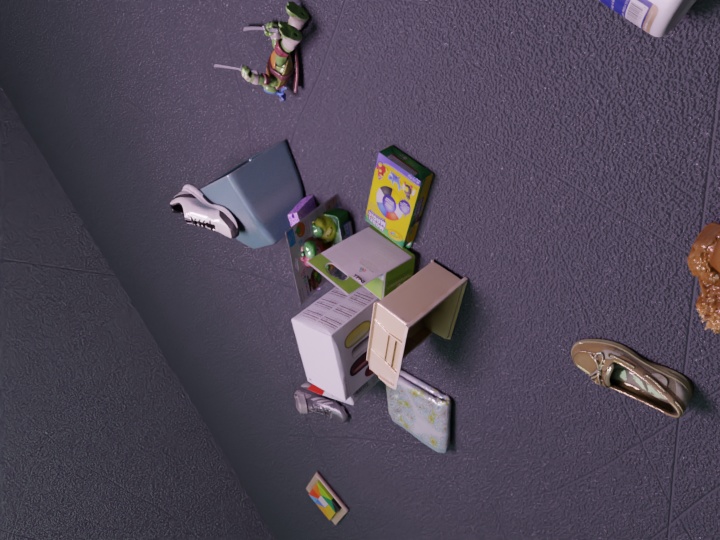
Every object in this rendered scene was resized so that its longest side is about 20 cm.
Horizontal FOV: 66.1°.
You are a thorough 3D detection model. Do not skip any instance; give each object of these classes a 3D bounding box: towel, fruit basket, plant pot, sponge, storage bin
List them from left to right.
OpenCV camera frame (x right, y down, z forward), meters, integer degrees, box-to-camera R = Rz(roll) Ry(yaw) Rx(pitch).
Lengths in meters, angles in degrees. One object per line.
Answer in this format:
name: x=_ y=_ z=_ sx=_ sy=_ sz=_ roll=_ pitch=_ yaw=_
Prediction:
plant pot: x=-0.254 y=-0.172 z=1.390 sx=0.194 sy=0.195 sz=0.204 roll=-8 pitch=116 yaw=51
sponge: x=-0.120 y=-0.068 z=1.370 sx=0.029 sy=0.112 sz=0.205 roll=-6 pitch=115 yaw=21
fruit basket: x=-0.091 y=-0.051 z=1.277 sx=0.091 sy=0.200 sz=0.190 roll=8 pitch=124 yaw=27
storage bin: x=0.114 y=0.114 z=1.156 sx=0.093 sy=0.198 sz=0.203 roll=33 pitch=138 yaw=28
towel: x=0.147 y=0.358 z=1.426 sx=0.197 sy=0.048 sz=0.175 roll=24 pitch=133 yaw=37

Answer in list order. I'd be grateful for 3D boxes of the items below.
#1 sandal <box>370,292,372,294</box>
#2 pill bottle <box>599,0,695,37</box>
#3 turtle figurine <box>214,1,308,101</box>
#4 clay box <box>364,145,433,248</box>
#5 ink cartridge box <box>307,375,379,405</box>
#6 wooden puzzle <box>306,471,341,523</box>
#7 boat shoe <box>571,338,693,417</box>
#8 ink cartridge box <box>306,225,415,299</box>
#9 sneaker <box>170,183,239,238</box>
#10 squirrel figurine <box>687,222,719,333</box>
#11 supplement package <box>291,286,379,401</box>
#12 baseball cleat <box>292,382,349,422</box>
sandal: x=0.034 y=0.025 z=1.306 sx=0.197 sy=0.054 sz=0.082 roll=25 pitch=133 yaw=37
pill bottle: x=0.306 y=-0.377 z=0.643 sx=0.200 sy=0.115 sz=0.117 roll=44 pitch=142 yaw=16
turtle figurine: x=-0.199 y=-0.465 z=1.146 sx=0.202 sy=0.143 sz=0.193 roll=53 pitch=140 yaw=-2
clay box: x=0.073 y=-0.139 z=1.146 sx=0.114 sy=0.047 sz=0.203 roll=38 pitch=139 yaw=24
ink cartridge box: x=-0.037 y=0.275 z=1.482 sx=0.197 sy=0.159 sz=0.048 roll=4 pitch=123 yaw=47
wooden puzzle: x=-0.137 y=0.896 z=2.159 sx=0.185 sy=0.037 sz=0.202 roll=45 pitch=142 yaw=17
boat shoe: x=0.446 y=0.179 z=0.933 sx=0.198 sy=0.063 sz=0.075 roll=26 pitch=134 yaw=35
ink cartridge box: x=0.000 y=0.000 z=1.194 sx=0.147 sy=0.197 sz=0.077 roll=36 pitch=140 yaw=34
sneaker: x=-0.378 y=-0.127 z=1.342 sx=0.197 sy=0.080 sz=0.075 roll=32 pitch=144 yaw=17
squirrel figurine: x=0.525 y=0.016 z=0.692 sx=0.187 sy=0.142 sz=0.200 roll=47 pitch=158 yaw=-4
supplement package: x=-0.037 y=0.167 z=1.371 sx=0.145 sy=0.198 sz=0.196 roll=16 pitch=128 yaw=41
baseball cleat: x=-0.135 y=0.440 z=1.763 sx=0.197 sy=0.105 sz=0.072 roll=27 pitch=130 yaw=31
